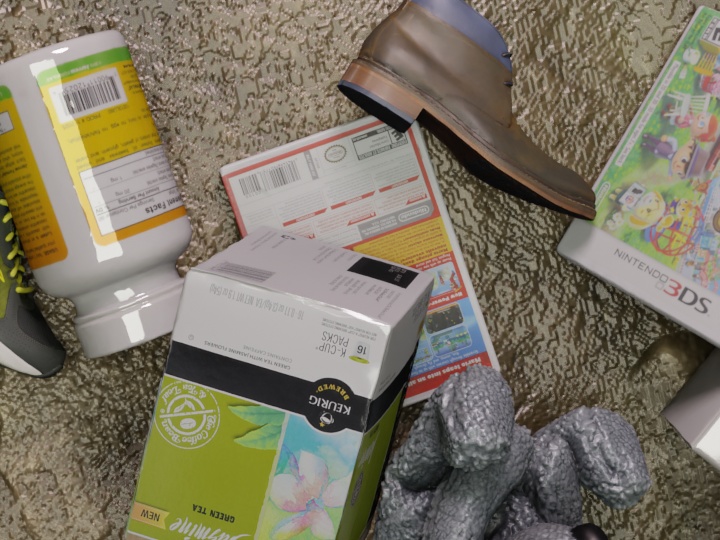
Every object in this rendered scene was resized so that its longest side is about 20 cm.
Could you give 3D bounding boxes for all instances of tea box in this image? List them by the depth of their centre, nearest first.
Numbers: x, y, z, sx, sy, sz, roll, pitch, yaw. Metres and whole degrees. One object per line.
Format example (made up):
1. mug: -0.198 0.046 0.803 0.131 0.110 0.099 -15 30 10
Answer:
1. tea box: -0.048 0.092 1.155 0.133 0.200 0.198 15 100 7

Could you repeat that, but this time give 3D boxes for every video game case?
1. video game case: 0.247 -0.060 1.201 0.182 0.022 0.201 33 93 40
2. video game case: 0.000 0.000 1.259 0.142 0.017 0.201 -19 95 0

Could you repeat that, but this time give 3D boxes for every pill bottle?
1. pill bottle: -0.178 -0.049 1.202 0.111 0.111 0.201 -19 95 0

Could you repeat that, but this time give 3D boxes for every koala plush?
1. koala plush: 0.109 0.201 1.166 0.177 0.200 0.184 18 118 -36

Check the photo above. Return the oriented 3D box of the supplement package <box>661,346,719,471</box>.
1. supplement package: 0.326 0.124 1.227 0.200 0.120 0.121 39 95 -4

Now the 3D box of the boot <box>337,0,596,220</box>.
1. boot: 0.092 -0.115 1.220 0.199 0.075 0.097 30 85 -11

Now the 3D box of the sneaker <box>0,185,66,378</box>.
1. sneaker: -0.259 -0.016 1.221 0.085 0.074 0.200 -39 95 1
